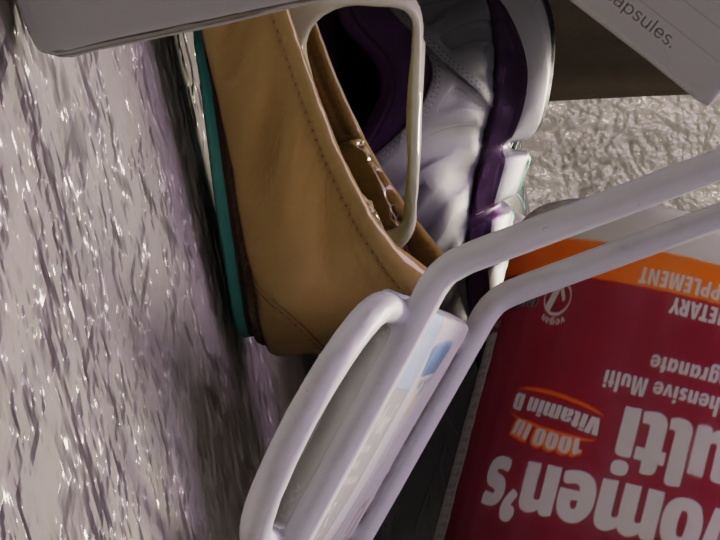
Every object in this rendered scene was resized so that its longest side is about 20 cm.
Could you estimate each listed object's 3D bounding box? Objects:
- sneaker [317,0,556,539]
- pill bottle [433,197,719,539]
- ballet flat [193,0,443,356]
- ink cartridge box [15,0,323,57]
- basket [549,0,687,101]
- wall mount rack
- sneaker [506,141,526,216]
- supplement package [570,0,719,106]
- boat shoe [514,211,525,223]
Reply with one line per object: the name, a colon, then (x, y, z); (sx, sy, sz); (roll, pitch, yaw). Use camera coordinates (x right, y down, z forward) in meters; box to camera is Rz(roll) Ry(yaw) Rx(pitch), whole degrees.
sneaker: (0.000, 0.000, 0.780); (0.074, 0.087, 0.200); (12, -82, 55)
pill bottle: (0.074, 0.089, 0.728); (0.110, 0.109, 0.200); (54, 50, -76)
ballet flat: (-0.019, -0.077, 0.634); (0.069, 0.063, 0.200); (-80, 158, -68)
ink cartridge box: (-0.041, -0.164, 0.484); (0.145, 0.084, 0.200); (72, 9, -46)
basket: (0.079, -0.136, 1.007); (0.136, 0.200, 0.181); (61, 18, -69)
wall mount rack: (0.041, 0.028, 0.610); (0.174, 0.075, 0.200); (-60, 171, 1)
sneaker: (0.042, -0.035, 1.193); (0.079, 0.075, 0.200); (122, -35, -79)
supplement package: (0.051, -0.153, 0.724); (0.200, 0.111, 0.156); (37, 8, -1)
boat shoe: (0.066, 0.036, 1.020); (0.200, 0.069, 0.071); (95, -9, -60)
